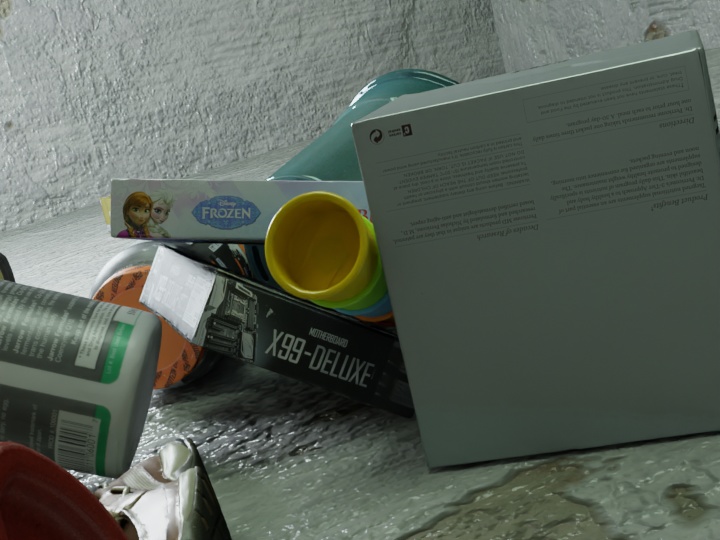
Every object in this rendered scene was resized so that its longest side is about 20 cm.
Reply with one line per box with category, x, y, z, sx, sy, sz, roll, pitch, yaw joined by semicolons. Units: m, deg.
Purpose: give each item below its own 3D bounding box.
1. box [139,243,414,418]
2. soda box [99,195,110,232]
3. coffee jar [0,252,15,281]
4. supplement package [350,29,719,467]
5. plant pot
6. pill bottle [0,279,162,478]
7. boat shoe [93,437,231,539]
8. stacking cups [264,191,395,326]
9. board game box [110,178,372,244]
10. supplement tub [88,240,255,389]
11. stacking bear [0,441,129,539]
box;-0.058;0.038;0.888;0.157;0.050;0.200;21;-1;-19
soda box;-0.375;-0.098;2.153;0.067;0.065;0.200;-18;12;-23
coffee jar;-0.518;0.035;1.596;0.103;0.086;0.200;-13;11;21
supplement package;0.120;-0.016;0.745;0.190;0.202;0.147;-10;11;17
plant pot;0.010;-0.050;1.134;0.199;0.202;0.196;-5;22;40
pill bottle;-0.239;0.062;0.845;0.198;0.114;0.113;13;11;-2
boat shoe;-0.099;0.136;0.617;0.073;0.076;0.200;-21;4;-9
stacking cups;0.000;0.000;0.789;0.060;0.061;0.200;-11;-11;13
board game box;-0.057;-0.039;0.919;0.198;0.042;0.200;1;0;5
supplement tub;-0.156;0.026;1.089;0.121;0.124;0.200;-12;12;9
stacking bear;-0.184;0.161;0.485;0.199;0.122;0.114;-21;-37;21
